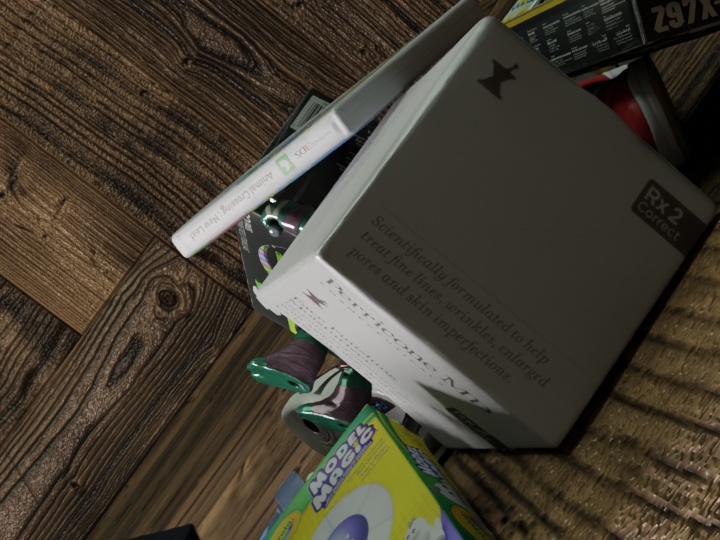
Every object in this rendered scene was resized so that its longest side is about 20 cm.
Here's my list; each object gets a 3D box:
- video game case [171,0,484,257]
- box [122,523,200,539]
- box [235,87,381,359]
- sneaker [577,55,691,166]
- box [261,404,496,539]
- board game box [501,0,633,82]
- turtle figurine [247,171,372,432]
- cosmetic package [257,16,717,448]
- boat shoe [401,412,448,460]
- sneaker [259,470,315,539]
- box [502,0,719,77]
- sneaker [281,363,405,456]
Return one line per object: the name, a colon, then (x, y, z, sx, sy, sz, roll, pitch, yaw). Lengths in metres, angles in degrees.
video game case: (-0.020, -0.098, 0.963, 0.182, 0.022, 0.200, -33, 9, 41)
box: (-0.188, 0.290, 1.027, 0.147, 0.105, 0.200, -16, 18, 15)
box: (-0.007, -0.022, 1.166, 0.125, 0.148, 0.201, -55, -17, -22)
sneaker: (0.139, -0.085, 0.900, 0.111, 0.072, 0.200, -20, 6, 6)
box: (0.004, 0.149, 0.731, 0.118, 0.048, 0.200, -53, 20, 4)
board game box: (0.160, -0.173, 1.215, 0.201, 0.105, 0.103, -53, 8, 9)
turtle figurine: (0.000, 0.000, 0.961, 0.100, 0.149, 0.201, -10, 51, 53)
cosmetic package: (0.063, -0.010, 0.819, 0.166, 0.164, 0.200, -53, 6, -13)
boat shoe: (0.067, 0.046, 0.955, 0.201, 0.057, 0.067, -55, 7, -17)
sneaker: (-0.033, 0.182, 0.854, 0.147, 0.080, 0.200, -55, 0, 22)
box: (0.179, -0.156, 0.838, 0.158, 0.050, 0.200, -17, 3, -17)
sneaker: (0.020, 0.081, 1.088, 0.112, 0.073, 0.200, -53, 14, -26)
